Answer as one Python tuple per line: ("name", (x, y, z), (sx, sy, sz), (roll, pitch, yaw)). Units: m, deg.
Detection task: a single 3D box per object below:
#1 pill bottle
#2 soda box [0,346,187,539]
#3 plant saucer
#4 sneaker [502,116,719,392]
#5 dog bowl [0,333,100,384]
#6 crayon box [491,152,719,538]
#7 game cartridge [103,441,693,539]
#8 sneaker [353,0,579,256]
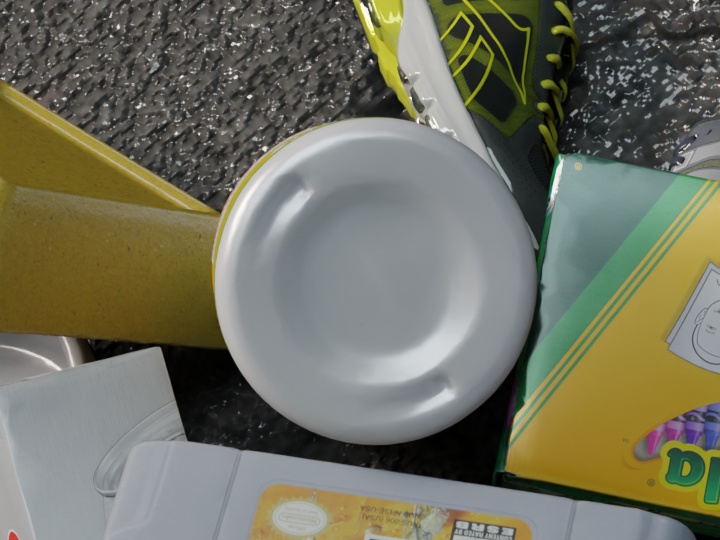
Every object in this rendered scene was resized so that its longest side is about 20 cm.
("pill bottle", (0.000, 0.000, 1.019), (0.110, 0.200, 0.112), (0, 92, -3))
("soda box", (-0.082, 0.135, 0.993), (0.068, 0.063, 0.201), (-13, 78, -20))
("plant saucer", (-0.151, -0.036, 1.098), (0.200, 0.200, 0.049), (32, 103, 31))
("sneaker", (0.136, -0.011, 1.072), (0.199, 0.074, 0.081), (-26, 45, -6))
("dog bowl", (-0.189, 0.089, 1.104), (0.199, 0.079, 0.201), (-8, 57, 13))
("crayon box", (0.155, 0.039, 0.981), (0.199, 0.058, 0.119), (11, 79, 3))
("game cartridge", (0.003, 0.130, 0.906), (0.199, 0.042, 0.134), (7, 49, 10))
("sneaker", (0.058, -0.082, 1.131), (0.084, 0.075, 0.201), (-22, 59, -4))
